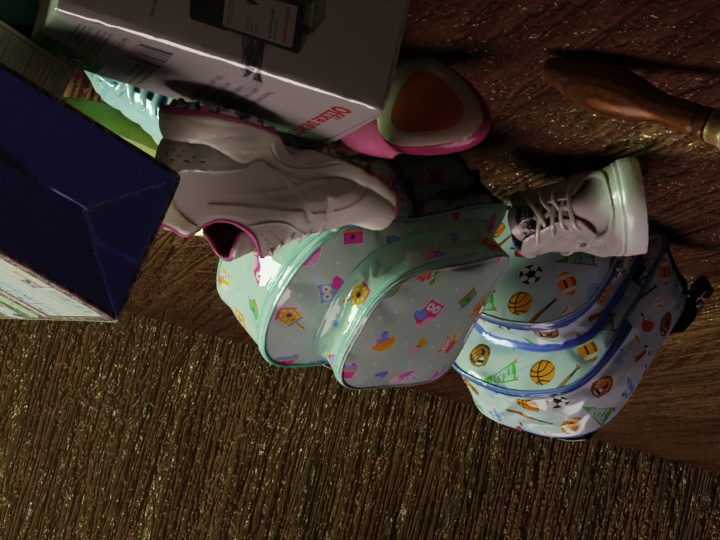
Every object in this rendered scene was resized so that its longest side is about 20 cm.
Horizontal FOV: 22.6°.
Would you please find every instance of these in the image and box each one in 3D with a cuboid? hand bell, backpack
[{"bbox_3d":[0.201,-0.091,1.087,0.200,0.104,0.104,24,176,26],"label":"hand bell"},{"bbox_3d":[0.168,0.042,1.536,0.200,0.191,0.154,7,152,39],"label":"backpack"},{"bbox_3d":[0.000,0.000,1.365,0.200,0.153,0.176,0,135,-33],"label":"backpack"}]

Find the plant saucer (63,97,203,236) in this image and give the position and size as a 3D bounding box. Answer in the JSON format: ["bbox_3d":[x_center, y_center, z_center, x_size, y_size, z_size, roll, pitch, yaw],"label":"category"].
[{"bbox_3d":[-0.176,-0.082,1.368,0.200,0.031,0.200,19,164,6],"label":"plant saucer"}]

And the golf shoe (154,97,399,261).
[{"bbox_3d":[-0.057,-0.044,1.148,0.200,0.092,0.075,18,175,-43],"label":"golf shoe"}]

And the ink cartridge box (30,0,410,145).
[{"bbox_3d":[-0.087,-0.150,1.088,0.200,0.084,0.146,17,172,-16],"label":"ink cartridge box"}]

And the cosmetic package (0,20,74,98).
[{"bbox_3d":[-0.269,-0.124,1.143,0.083,0.051,0.200,36,160,-34],"label":"cosmetic package"}]

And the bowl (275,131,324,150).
[{"bbox_3d":[-0.124,-0.096,1.505,0.200,0.075,0.200,20,168,-31],"label":"bowl"}]

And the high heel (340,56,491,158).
[{"bbox_3d":[0.044,-0.101,1.238,0.096,0.067,0.200,33,176,-36],"label":"high heel"}]

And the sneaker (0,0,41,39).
[{"bbox_3d":[-0.195,-0.164,1.170,0.200,0.080,0.071,17,169,-9],"label":"sneaker"}]

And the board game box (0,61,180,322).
[{"bbox_3d":[-0.234,-0.047,1.073,0.159,0.097,0.200,33,161,-31],"label":"board game box"}]

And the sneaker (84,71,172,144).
[{"bbox_3d":[-0.147,-0.128,1.233,0.082,0.074,0.200,22,-175,-34],"label":"sneaker"}]

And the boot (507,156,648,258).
[{"bbox_3d":[0.160,-0.038,1.364,0.095,0.074,0.200,-7,172,-1],"label":"boot"}]
